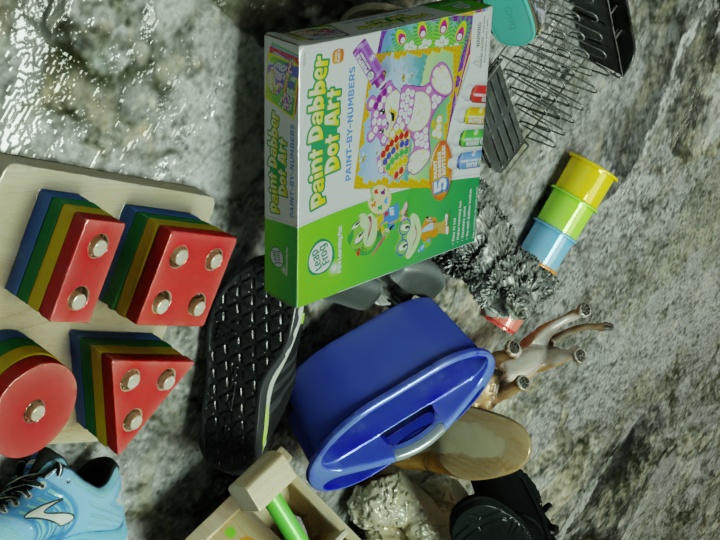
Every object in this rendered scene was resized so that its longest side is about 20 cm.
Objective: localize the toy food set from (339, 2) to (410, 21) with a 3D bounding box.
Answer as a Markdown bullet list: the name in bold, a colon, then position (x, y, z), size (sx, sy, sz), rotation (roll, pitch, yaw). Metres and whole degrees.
- **toy food set**: position (0.021, -0.113, 1.056), size (0.143, 0.060, 0.201), rotation (-2, 116, -55)

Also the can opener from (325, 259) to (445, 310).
- **can opener**: position (0.000, 0.000, 1.120), size (0.067, 0.053, 0.200), rotation (-49, 151, 17)

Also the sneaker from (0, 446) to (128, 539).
- **sneaker**: position (-0.243, 0.168, 0.911), size (0.200, 0.078, 0.091), rotation (3, 94, -59)

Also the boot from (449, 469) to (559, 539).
- **boot**: position (0.145, 0.251, 1.355), size (0.073, 0.163, 0.198), rotation (-35, 123, 15)

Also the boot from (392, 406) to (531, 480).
- **boot**: position (0.110, 0.169, 1.298), size (0.144, 0.200, 0.071), rotation (8, 80, -53)

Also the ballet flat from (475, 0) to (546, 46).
- **ballet flat**: position (0.112, -0.272, 1.070), size (0.072, 0.072, 0.201), rotation (-51, 148, -15)

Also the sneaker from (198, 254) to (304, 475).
- **sneaker**: position (-0.086, 0.071, 1.063), size (0.083, 0.071, 0.201), rotation (-42, 152, -65)

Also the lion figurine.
- **lion figurine**: position (0.162, 0.098, 1.358), size (0.199, 0.073, 0.122), rotation (-14, 168, -32)

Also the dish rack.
- **dish rack**: position (0.180, -0.186, 1.233), size (0.200, 0.054, 0.154), rotation (-52, 147, -14)

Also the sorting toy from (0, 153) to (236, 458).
- **sorting toy**: position (-0.184, 0.038, 0.873), size (0.200, 0.069, 0.200), rotation (6, 110, -57)

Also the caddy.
- **caddy**: position (0.027, 0.118, 1.155), size (0.199, 0.105, 0.142), rotation (-30, 153, -16)

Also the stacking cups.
- **stacking cups**: position (0.202, -0.024, 1.386), size (0.060, 0.060, 0.201), rotation (22, 97, -58)

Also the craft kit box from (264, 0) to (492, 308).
- **craft kit box**: position (0.014, -0.093, 0.983), size (0.197, 0.048, 0.201), rotation (-19, 122, -36)

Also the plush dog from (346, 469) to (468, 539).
- **plush dog**: position (0.043, 0.320, 1.376), size (0.172, 0.161, 0.200), rotation (-43, 153, 16)

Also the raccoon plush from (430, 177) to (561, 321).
- **raccoon plush**: position (0.110, -0.039, 1.171), size (0.097, 0.134, 0.201), rotation (-44, 145, -23)

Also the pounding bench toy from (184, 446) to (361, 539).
- **pounding bench toy**: position (-0.057, 0.247, 1.070), size (0.124, 0.156, 0.200), rotation (-42, 170, -29)
